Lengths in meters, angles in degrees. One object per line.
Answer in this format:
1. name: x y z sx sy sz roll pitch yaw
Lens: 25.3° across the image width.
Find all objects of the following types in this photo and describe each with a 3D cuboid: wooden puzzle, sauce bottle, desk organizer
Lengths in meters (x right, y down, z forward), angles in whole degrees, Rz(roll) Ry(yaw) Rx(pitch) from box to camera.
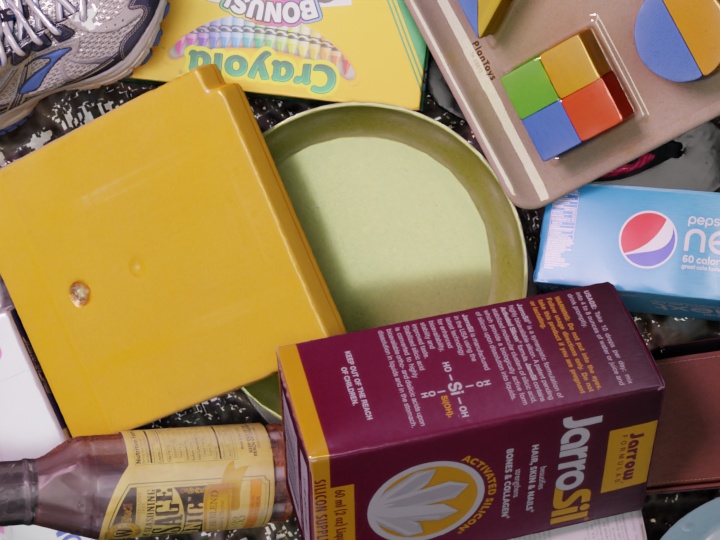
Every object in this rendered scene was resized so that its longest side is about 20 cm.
1. wooden puzzle: 0.128 -0.153 0.883 0.199 0.046 0.186 -28 91 23
2. sauce bottle: -0.138 0.128 0.952 0.198 0.066 0.067 -3 94 -17
3. desk organizer: 0.254 0.073 0.912 0.199 0.072 0.078 -11 92 31

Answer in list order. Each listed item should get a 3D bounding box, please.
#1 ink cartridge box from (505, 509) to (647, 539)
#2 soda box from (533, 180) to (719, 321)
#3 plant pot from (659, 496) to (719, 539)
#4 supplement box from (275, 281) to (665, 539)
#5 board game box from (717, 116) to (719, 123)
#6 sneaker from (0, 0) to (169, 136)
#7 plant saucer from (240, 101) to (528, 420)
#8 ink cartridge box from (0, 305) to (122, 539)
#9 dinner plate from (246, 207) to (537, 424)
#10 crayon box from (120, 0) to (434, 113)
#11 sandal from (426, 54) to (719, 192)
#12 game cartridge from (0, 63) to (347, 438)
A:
1. ink cartridge box: 0.065 0.150 0.960 0.198 0.110 0.051 -5 137 0
2. soda box: 0.206 -0.007 0.934 0.198 0.068 0.065 7 80 20
3. plant pot: 0.235 0.216 0.874 0.199 0.201 0.162 -22 114 1
4. supplement box: 0.059 0.090 0.898 0.198 0.086 0.111 -11 135 -10
5. board game box: 0.240 -0.155 0.944 0.103 0.105 0.201 -33 94 2
6. sneaker: -0.191 -0.132 0.910 0.199 0.085 0.078 -30 74 29
7. plant saucer: 0.000 0.000 0.960 0.198 0.031 0.202 0 98 2
8. ink cartridge box: -0.263 0.151 0.991 0.199 0.043 0.198 -24 94 0
9. dinner plate: 0.012 0.025 0.994 0.198 0.024 0.202 0 93 1
10. crayon box: -0.055 -0.163 0.964 0.198 0.058 0.120 6 93 -1
11. sandal: 0.133 -0.089 0.977 0.198 0.045 0.076 22 93 -2
12. game cartridge: -0.123 -0.005 0.943 0.199 0.032 0.178 -22 93 28
